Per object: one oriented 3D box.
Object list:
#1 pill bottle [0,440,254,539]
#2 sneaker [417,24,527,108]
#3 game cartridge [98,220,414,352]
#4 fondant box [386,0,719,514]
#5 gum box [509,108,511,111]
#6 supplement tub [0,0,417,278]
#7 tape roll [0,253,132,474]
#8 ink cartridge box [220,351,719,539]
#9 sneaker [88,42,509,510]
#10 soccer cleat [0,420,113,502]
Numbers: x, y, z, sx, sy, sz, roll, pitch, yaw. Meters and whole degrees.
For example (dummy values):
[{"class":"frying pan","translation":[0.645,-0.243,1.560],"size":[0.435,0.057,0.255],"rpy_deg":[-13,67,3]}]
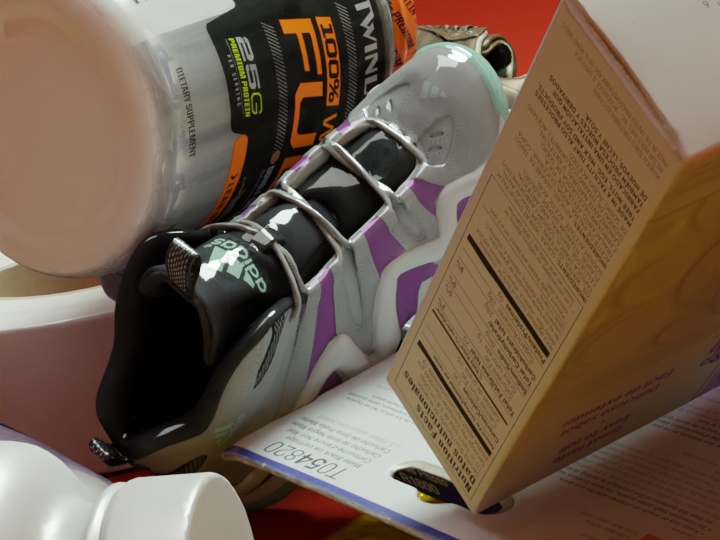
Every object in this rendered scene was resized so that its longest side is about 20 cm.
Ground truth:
[{"class":"pill bottle","translation":[-0.130,0.106,0.587],"size":[0.198,0.113,0.111],"rpy_deg":[-6,13,11]},{"class":"sneaker","translation":[0.054,-0.107,1.236],"size":[0.075,0.071,0.200],"rpy_deg":[-37,32,-1]},{"class":"game cartridge","translation":[0.000,0.000,0.907],"size":[0.198,0.041,0.134],"rpy_deg":[18,31,3]},{"class":"fondant box","translation":[0.099,-0.022,0.622],"size":[0.143,0.058,0.200],"rpy_deg":[-24,-22,-26]},{"class":"gum box","translation":[0.099,-0.036,0.968],"size":[0.198,0.045,0.170],"rpy_deg":[19,7,-14]},{"class":"supplement tub","translation":[-0.067,-0.080,0.849],"size":[0.122,0.124,0.200],"rpy_deg":[0,17,34]},{"class":"tape roll","translation":[-0.121,0.031,0.985],"size":[0.200,0.072,0.203],"rpy_deg":[-9,13,2]},{"class":"ink cartridge box","translation":[0.086,0.057,0.736],"size":[0.199,0.041,0.199],"rpy_deg":[-27,26,-31]},{"class":"sneaker","translation":[-0.027,-0.005,0.767],"size":[0.077,0.201,0.140],"rpy_deg":[32,3,27]},{"class":"soccer cleat","translation":[-0.123,0.092,0.777],"size":[0.073,0.069,0.200],"rpy_deg":[11,2,-20]}]
